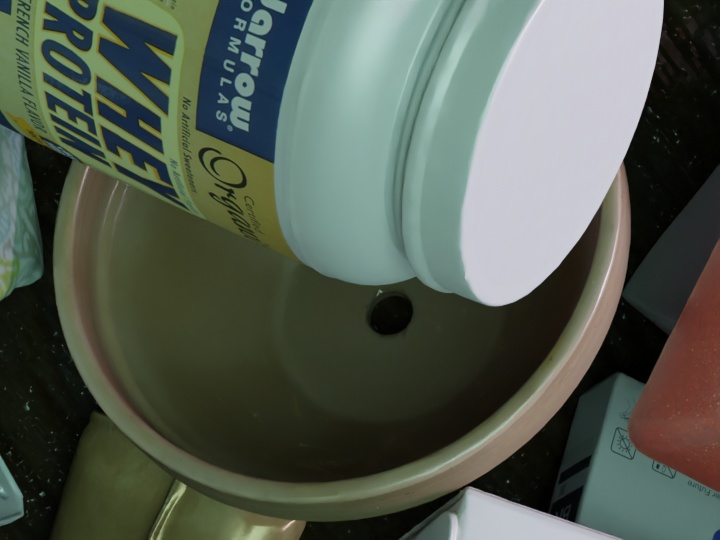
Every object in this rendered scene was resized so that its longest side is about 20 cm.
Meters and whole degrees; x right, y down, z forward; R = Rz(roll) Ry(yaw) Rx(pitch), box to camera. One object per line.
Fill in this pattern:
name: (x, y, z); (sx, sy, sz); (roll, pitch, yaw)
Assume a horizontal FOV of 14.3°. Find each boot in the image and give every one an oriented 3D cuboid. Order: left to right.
boot: (-0.066, 0.169, 1.000); (0.175, 0.066, 0.201); (22, 86, 27)

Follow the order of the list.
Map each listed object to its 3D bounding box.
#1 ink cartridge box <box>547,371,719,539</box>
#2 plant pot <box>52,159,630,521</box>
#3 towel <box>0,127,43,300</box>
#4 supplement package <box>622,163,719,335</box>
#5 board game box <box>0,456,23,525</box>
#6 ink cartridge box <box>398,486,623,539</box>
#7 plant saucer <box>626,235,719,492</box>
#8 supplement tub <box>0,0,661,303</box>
ink cartridge box: (0.105, 0.146, 1.047); (0.099, 0.039, 0.201); (26, 61, -14)
plant pot: (0.000, 0.000, 1.002); (0.200, 0.093, 0.202); (-6, 65, 12)
towel: (-0.163, -0.061, 0.933); (0.048, 0.200, 0.172); (-4, 100, 15)
supplement package: (0.218, 0.030, 1.055); (0.200, 0.121, 0.120); (38, 89, -13)
board game box: (-0.203, 0.010, 0.912); (0.026, 0.200, 0.201); (-33, 83, 17)
ink cartridge box: (0.093, 0.177, 0.959); (0.199, 0.083, 0.146); (20, 63, -16)
plant saucer: (0.220, 0.014, 0.972); (0.199, 0.037, 0.200); (27, 91, -15)
supplement tub: (-0.020, -0.083, 0.903); (0.199, 0.144, 0.145); (24, 95, 24)
